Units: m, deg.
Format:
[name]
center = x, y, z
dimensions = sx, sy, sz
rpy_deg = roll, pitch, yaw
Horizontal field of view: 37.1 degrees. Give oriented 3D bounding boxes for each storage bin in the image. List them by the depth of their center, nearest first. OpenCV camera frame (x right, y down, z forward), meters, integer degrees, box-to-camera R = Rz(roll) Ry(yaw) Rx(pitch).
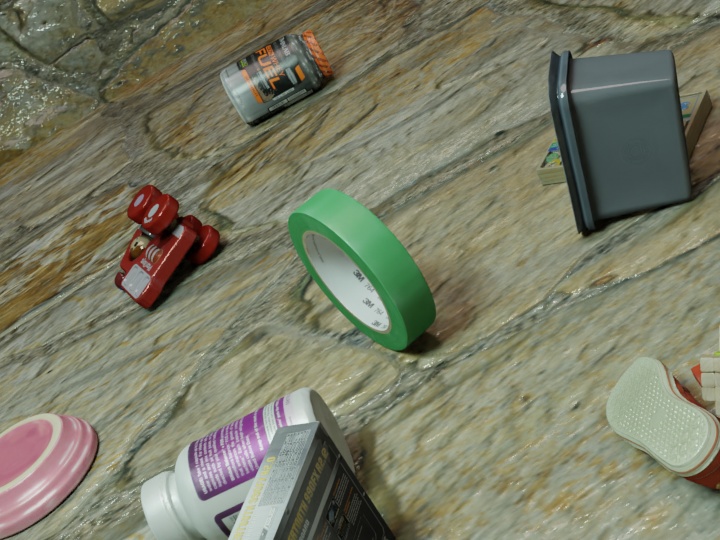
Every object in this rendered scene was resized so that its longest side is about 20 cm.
[storage bin]
center = 0.300, -0.159, 1.226
dimensions = 0.134, 0.200, 0.146
rpy_deg = -7, 34, 18

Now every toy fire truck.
[toy fire truck]
center = -0.331, -0.033, 1.717
dimensions = 0.168, 0.112, 0.200
rpy_deg = -54, 30, -6

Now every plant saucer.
[plant saucer]
center = -0.437, 0.255, 1.386
dimensions = 0.200, 0.051, 0.201
rpy_deg = -24, 28, 14

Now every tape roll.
[tape roll]
center = 0.000, 0.000, 1.224
dimensions = 0.048, 0.201, 0.200
rpy_deg = -39, 29, -18

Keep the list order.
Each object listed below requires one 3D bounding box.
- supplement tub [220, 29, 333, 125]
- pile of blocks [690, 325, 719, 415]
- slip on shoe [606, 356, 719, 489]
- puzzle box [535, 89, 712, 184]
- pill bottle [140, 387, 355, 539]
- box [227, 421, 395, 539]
[supplement tub]
center = -0.162, -0.380, 2.094
dimensions = 0.200, 0.123, 0.123
rpy_deg = -29, 28, 4
[pile of blocks]
center = 0.337, 0.071, 0.920
dimensions = 0.062, 0.082, 0.200
rpy_deg = -3, 24, 46
[slip on shoe]
center = 0.265, 0.130, 0.914
dimensions = 0.074, 0.061, 0.200
rpy_deg = -54, 14, 6
[puzzle box]
center = 0.336, -0.170, 1.371
dimensions = 0.200, 0.025, 0.133
rpy_deg = -7, 35, 38
[pill bottle]
center = -0.115, 0.208, 1.086
dimensions = 0.200, 0.112, 0.112
rpy_deg = -27, 28, 6
[box]
center = -0.046, 0.253, 0.896
dimensions = 0.048, 0.159, 0.200
rpy_deg = -14, 32, 28
